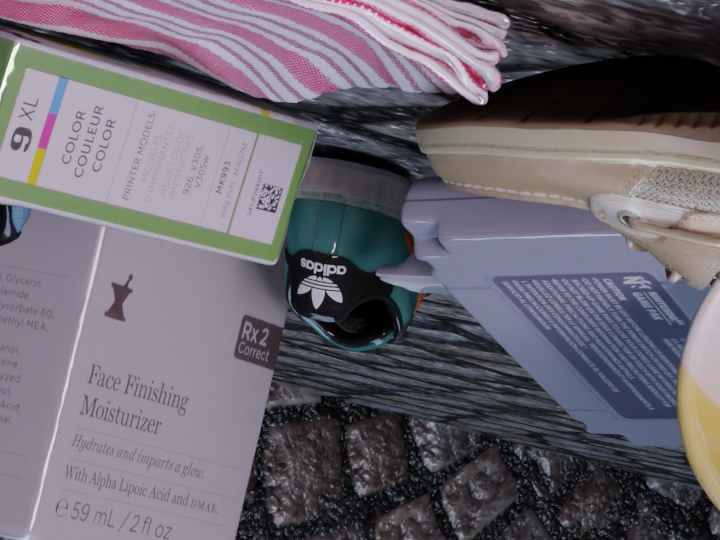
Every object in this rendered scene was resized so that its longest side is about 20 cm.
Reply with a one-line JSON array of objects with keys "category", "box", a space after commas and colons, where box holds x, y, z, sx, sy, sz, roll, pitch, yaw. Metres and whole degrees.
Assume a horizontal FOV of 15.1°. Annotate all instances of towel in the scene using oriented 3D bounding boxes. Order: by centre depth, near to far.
[{"category": "towel", "box": [-0.058, -0.082, 0.882, 0.146, 0.030, 0.200, 16, 174, -27]}]

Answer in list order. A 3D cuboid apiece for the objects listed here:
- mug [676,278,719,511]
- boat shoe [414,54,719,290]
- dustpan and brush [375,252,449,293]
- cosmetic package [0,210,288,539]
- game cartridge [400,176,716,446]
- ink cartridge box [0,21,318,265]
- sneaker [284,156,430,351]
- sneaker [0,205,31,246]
[{"category": "mug", "box": [0.193, 0.076, 0.977, 0.153, 0.186, 0.150, 49, -172, -52]}, {"category": "boat shoe", "box": [0.104, -0.024, 0.818, 0.200, 0.065, 0.072, 4, -157, 34]}, {"category": "dustpan and brush", "box": [0.093, -0.010, 1.115, 0.200, 0.057, 0.139, 8, 173, 35]}, {"category": "cosmetic package", "box": [-0.150, 0.029, 1.318, 0.165, 0.201, 0.165, 10, 174, 32]}, {"category": "game cartridge", "box": [0.116, 0.016, 1.057, 0.133, 0.041, 0.200, 3, 156, 31]}, {"category": "ink cartridge box", "box": [-0.124, -0.057, 0.982, 0.200, 0.059, 0.104, 12, -174, -44]}, {"category": "sneaker", "box": [0.000, 0.000, 1.308, 0.071, 0.080, 0.200, 11, 174, 15]}, {"category": "sneaker", "box": [-0.187, -0.057, 1.100, 0.078, 0.090, 0.200, 8, 172, 36]}]
